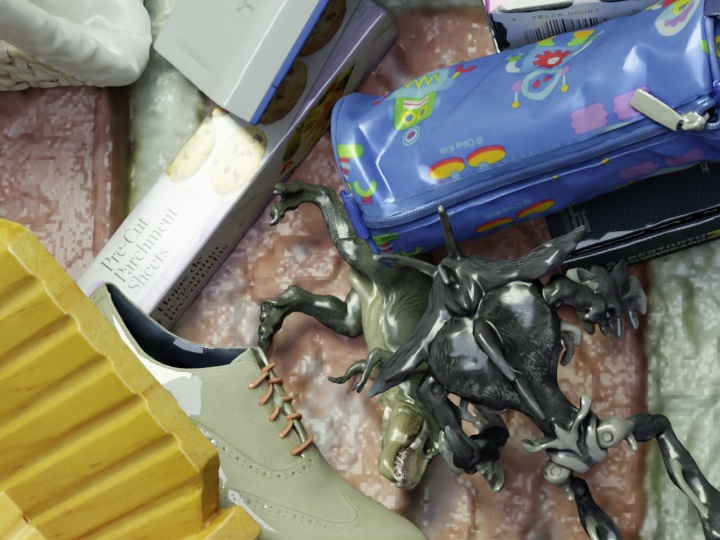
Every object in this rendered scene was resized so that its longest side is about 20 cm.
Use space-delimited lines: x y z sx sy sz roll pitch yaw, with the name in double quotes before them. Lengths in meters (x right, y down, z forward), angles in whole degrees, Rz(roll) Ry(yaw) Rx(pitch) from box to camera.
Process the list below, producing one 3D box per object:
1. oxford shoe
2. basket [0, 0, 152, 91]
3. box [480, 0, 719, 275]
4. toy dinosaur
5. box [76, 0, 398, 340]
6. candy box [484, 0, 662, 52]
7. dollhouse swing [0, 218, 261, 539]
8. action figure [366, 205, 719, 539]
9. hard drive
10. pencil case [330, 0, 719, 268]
"oxford shoe" -0.049 0.077 1.091 0.199 0.071 0.074 28 103 1
"basket" -0.207 -0.188 1.123 0.160 0.198 0.201 -8 78 20
"box" 0.138 -0.112 1.122 0.157 0.051 0.201 -16 76 6
"toy dinosaur" 0.000 0.000 1.128 0.087 0.047 0.201 5 78 -5
"box" -0.059 -0.049 1.151 0.041 0.039 0.200 38 87 16
"candy box" 0.151 -0.174 1.075 0.199 0.061 0.137 -6 74 10
"dollhouse swing" -0.192 0.107 1.023 0.200 0.181 0.176 51 49 -9
"action figure" 0.082 0.055 1.065 0.119 0.102 0.200 -37 98 7
"hard drive" -0.021 -0.170 1.115 0.025 0.132 0.201 28 96 -23
"pencil case" 0.082 -0.061 1.044 0.199 0.087 0.078 -16 111 26
